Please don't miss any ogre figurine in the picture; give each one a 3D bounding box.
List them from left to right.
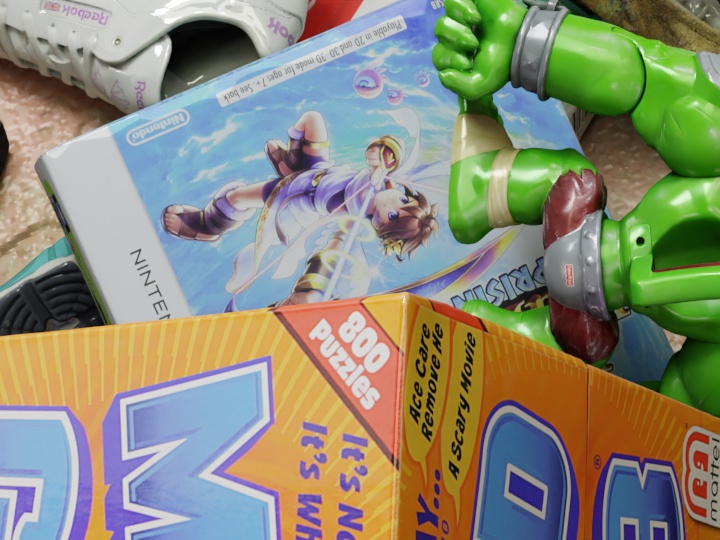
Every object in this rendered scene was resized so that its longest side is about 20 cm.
[{"bbox_3d":[0.095,-0.003,0.910,0.120,0.098,0.200,-1,88,21],"label":"ogre figurine"}]

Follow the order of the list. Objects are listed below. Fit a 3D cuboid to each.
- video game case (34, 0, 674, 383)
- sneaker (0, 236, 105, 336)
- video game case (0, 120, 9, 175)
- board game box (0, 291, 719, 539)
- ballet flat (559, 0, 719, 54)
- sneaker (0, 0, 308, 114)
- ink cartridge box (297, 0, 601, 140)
[{"bbox_3d":[0.000,0.000,0.985,0.200,0.045,0.181,-24,91,-11],"label":"video game case"},{"bbox_3d":[-0.087,-0.007,1.045,0.200,0.078,0.080,-35,32,-13],"label":"sneaker"},{"bbox_3d":[-0.261,0.011,1.064,0.180,0.026,0.200,7,57,9],"label":"video game case"},{"bbox_3d":[-0.020,0.132,0.763,0.200,0.200,0.200,-7,73,33],"label":"board game box"},{"bbox_3d":[0.112,-0.124,1.034,0.071,0.200,0.071,-39,30,27],"label":"ballet flat"},{"bbox_3d":[-0.119,-0.112,1.094,0.200,0.075,0.100,-5,56,13],"label":"sneaker"},{"bbox_3d":[0.029,-0.135,1.124,0.200,0.050,0.161,22,61,16],"label":"ink cartridge box"}]
